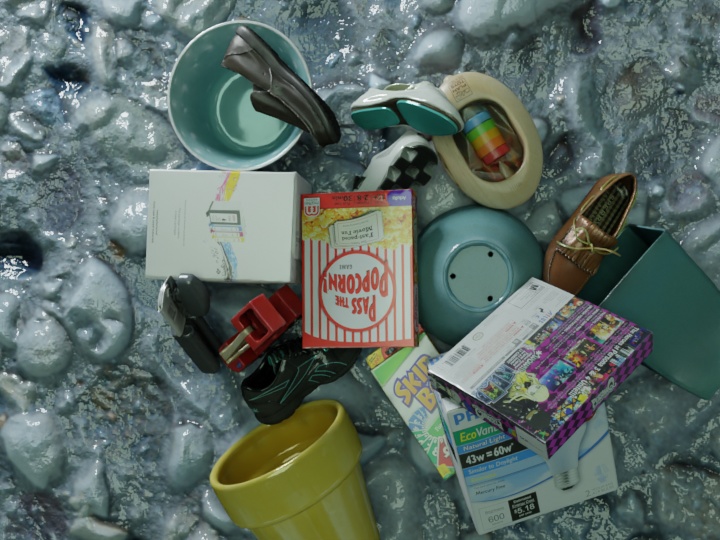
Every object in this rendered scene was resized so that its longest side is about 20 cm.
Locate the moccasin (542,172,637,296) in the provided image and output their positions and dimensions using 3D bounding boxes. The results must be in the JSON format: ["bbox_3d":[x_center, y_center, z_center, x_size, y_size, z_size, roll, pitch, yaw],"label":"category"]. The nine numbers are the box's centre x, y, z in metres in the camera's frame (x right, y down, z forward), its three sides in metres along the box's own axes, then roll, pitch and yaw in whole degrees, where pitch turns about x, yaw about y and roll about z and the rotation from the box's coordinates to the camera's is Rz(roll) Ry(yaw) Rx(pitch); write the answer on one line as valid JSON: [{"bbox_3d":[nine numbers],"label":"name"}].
[{"bbox_3d":[0.304,-0.043,1.198,0.073,0.078,0.202,41,74,-2],"label":"moccasin"}]

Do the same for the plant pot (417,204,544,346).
[{"bbox_3d":[0.154,0.008,1.211,0.197,0.135,0.203,0,88,6],"label":"plant pot"}]

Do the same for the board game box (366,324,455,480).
[{"bbox_3d":[0.098,0.179,1.269,0.095,0.030,0.201,-35,83,4],"label":"board game box"}]

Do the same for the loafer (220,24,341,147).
[{"bbox_3d":[-0.104,-0.224,1.176,0.071,0.073,0.200,-44,77,8],"label":"loafer"}]

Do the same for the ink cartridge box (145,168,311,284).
[{"bbox_3d":[-0.172,-0.056,1.240,0.197,0.147,0.147,2,89,6],"label":"ink cartridge box"}]

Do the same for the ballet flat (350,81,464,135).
[{"bbox_3d":[0.066,-0.223,1.219,0.199,0.069,0.070,12,90,47],"label":"ballet flat"}]

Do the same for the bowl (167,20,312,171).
[{"bbox_3d":[-0.157,-0.231,1.263,0.198,0.105,0.204,0,89,5],"label":"bowl"}]

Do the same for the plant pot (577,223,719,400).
[{"bbox_3d":[0.394,0.061,1.186,0.200,0.141,0.142,41,93,-6],"label":"plant pot"}]

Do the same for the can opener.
[{"bbox_3d":[-0.220,0.076,1.221,0.065,0.201,0.053,4,57,12],"label":"can opener"}]

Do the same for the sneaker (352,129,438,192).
[{"bbox_3d":[0.027,-0.109,1.265,0.074,0.089,0.200,35,110,-28],"label":"sneaker"}]

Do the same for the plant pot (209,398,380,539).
[{"bbox_3d":[-0.070,0.304,1.211,0.199,0.201,0.191,-26,103,5],"label":"plant pot"}]

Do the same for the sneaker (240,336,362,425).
[{"bbox_3d":[-0.076,0.125,1.242,0.200,0.075,0.080,-42,128,-7],"label":"sneaker"}]

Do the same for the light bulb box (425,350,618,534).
[{"bbox_3d":[0.205,0.194,1.160,0.196,0.125,0.202,-18,117,-1],"label":"light bulb box"}]

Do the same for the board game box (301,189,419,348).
[{"bbox_3d":[0.000,0.000,1.192,0.149,0.046,0.203,-2,86,12],"label":"board game box"}]

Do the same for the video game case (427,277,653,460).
[{"bbox_3d":[0.208,0.105,1.063,0.199,0.036,0.180,-38,42,-25],"label":"video game case"}]

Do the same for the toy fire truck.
[{"bbox_3d":[-0.141,0.084,1.198,0.049,0.141,0.200,48,129,3],"label":"toy fire truck"}]

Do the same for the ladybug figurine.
[{"bbox_3d":[0.169,-0.176,1.244,0.135,0.072,0.202,-27,86,4],"label":"ladybug figurine"}]
